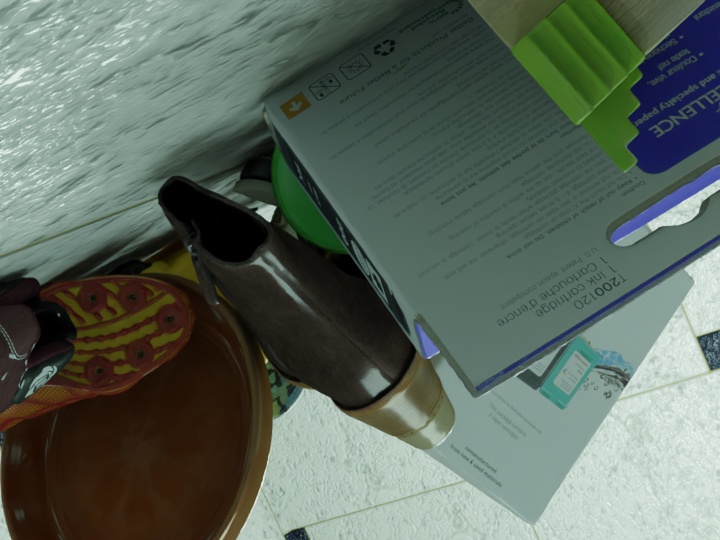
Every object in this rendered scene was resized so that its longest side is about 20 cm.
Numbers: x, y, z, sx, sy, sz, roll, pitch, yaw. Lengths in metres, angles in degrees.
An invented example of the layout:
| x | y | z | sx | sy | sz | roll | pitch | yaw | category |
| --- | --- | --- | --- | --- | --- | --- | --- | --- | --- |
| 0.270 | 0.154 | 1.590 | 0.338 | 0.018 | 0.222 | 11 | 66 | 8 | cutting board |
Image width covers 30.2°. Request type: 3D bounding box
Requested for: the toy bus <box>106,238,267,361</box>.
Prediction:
| x | y | z | sx | sy | sz | roll | pitch | yaw | category |
| --- | --- | --- | --- | --- | --- | --- | --- | --- | --- |
| -0.147 | 0.048 | 0.970 | 0.199 | 0.136 | 0.193 | -29 | -162 | 32 | toy bus |

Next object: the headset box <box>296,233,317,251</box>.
| x | y | z | sx | sy | sz | roll | pitch | yaw | category |
| --- | --- | --- | --- | --- | --- | --- | --- | --- | --- |
| 0.050 | -0.024 | 1.018 | 0.199 | 0.176 | 0.092 | -32 | -146 | -22 | headset box |

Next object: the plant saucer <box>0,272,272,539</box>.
| x | y | z | sx | sy | sz | roll | pitch | yaw | category |
| --- | --- | --- | --- | --- | --- | --- | --- | --- | --- |
| -0.134 | 0.102 | 0.801 | 0.199 | 0.202 | 0.032 | -31 | 149 | 21 | plant saucer |

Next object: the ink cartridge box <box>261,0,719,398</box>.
| x | y | z | sx | sy | sz | roll | pitch | yaw | category |
| --- | --- | --- | --- | --- | --- | --- | --- | --- | --- |
| 0.083 | -0.054 | 0.519 | 0.197 | 0.044 | 0.201 | -31 | -136 | -4 | ink cartridge box |

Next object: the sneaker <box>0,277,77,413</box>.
| x | y | z | sx | sy | sz | roll | pitch | yaw | category |
| --- | --- | --- | --- | --- | --- | --- | --- | --- | --- |
| -0.197 | 0.063 | 0.674 | 0.115 | 0.076 | 0.200 | -35 | -178 | -28 | sneaker |

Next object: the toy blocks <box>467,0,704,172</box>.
| x | y | z | sx | sy | sz | roll | pitch | yaw | category |
| --- | --- | --- | --- | --- | --- | --- | --- | --- | --- |
| 0.099 | -0.113 | 0.410 | 0.137 | 0.100 | 0.200 | -42 | 180 | 12 | toy blocks |

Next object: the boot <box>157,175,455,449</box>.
| x | y | z | sx | sy | sz | roll | pitch | yaw | category |
| --- | --- | --- | --- | --- | --- | --- | --- | --- | --- |
| -0.042 | 0.002 | 0.680 | 0.072 | 0.166 | 0.200 | -48 | -145 | -6 | boot |

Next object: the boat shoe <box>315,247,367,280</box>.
| x | y | z | sx | sy | sz | roll | pitch | yaw | category |
| --- | --- | --- | --- | --- | --- | --- | --- | --- | --- |
| 0.000 | 0.000 | 0.821 | 0.067 | 0.073 | 0.199 | 19 | 159 | -33 | boat shoe |

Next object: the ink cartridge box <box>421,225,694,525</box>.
| x | y | z | sx | sy | sz | roll | pitch | yaw | category |
| --- | --- | --- | --- | --- | --- | --- | --- | --- | --- |
| 0.092 | 0.032 | 0.907 | 0.201 | 0.146 | 0.146 | -55 | -148 | -6 | ink cartridge box |

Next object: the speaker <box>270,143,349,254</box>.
| x | y | z | sx | sy | sz | roll | pitch | yaw | category |
| --- | --- | --- | --- | --- | --- | --- | --- | --- | --- |
| 0.027 | -0.068 | 0.723 | 0.088 | 0.089 | 0.200 | -30 | -179 | 27 | speaker |

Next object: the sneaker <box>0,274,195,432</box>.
| x | y | z | sx | sy | sz | roll | pitch | yaw | category |
| --- | --- | --- | --- | --- | --- | --- | --- | --- | --- |
| -0.190 | 0.051 | 0.794 | 0.198 | 0.074 | 0.077 | -20 | -177 | 8 | sneaker |

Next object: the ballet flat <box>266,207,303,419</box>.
| x | y | z | sx | sy | sz | roll | pitch | yaw | category |
| --- | --- | --- | --- | --- | --- | --- | --- | --- | --- |
| -0.061 | 0.018 | 1.044 | 0.074 | 0.074 | 0.202 | -30 | -141 | 40 | ballet flat |

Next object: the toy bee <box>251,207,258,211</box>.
| x | y | z | sx | sy | sz | roll | pitch | yaw | category |
| --- | --- | --- | --- | --- | --- | --- | --- | --- | --- |
| -0.130 | 0.036 | 1.144 | 0.130 | 0.110 | 0.200 | -32 | -178 | -18 | toy bee |

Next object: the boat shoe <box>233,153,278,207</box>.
| x | y | z | sx | sy | sz | roll | pitch | yaw | category |
| --- | --- | --- | --- | --- | --- | --- | --- | --- | --- |
| -0.024 | -0.067 | 0.812 | 0.200 | 0.072 | 0.064 | -12 | 119 | -77 | boat shoe |
